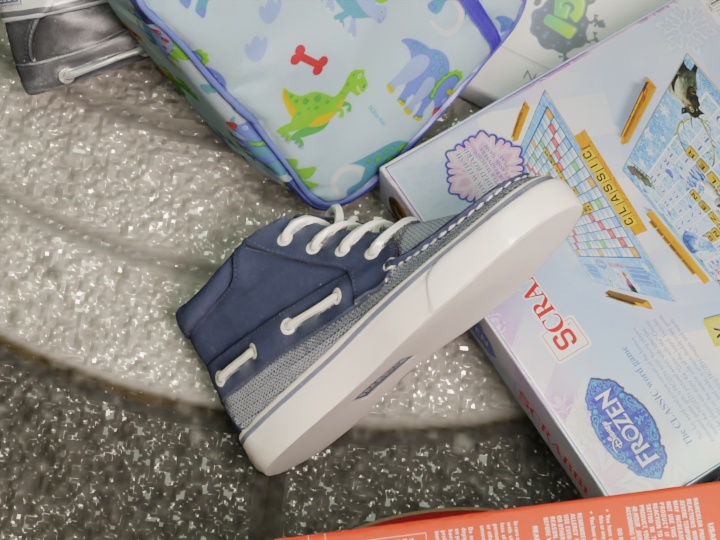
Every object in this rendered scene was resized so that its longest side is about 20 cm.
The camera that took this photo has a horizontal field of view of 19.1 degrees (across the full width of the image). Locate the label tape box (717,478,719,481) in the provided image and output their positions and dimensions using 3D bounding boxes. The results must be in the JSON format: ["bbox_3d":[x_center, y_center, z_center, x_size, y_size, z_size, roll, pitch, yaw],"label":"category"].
[{"bbox_3d":[0.184,0.200,0.884,0.144,0.063,0.200,23,73,3],"label":"label tape box"}]

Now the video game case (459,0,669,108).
[{"bbox_3d":[0.155,-0.140,1.054,0.182,0.024,0.200,27,73,5],"label":"video game case"}]

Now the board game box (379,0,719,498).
[{"bbox_3d":[0.144,-0.011,0.973,0.199,0.041,0.200,-30,71,-10],"label":"board game box"}]

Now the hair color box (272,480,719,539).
[{"bbox_3d":[0.071,0.130,0.821,0.200,0.102,0.061,-7,68,1],"label":"hair color box"}]

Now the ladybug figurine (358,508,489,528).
[{"bbox_3d":[0.029,0.169,0.917,0.200,0.072,0.136,-20,75,-10],"label":"ladybug figurine"}]

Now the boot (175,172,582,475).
[{"bbox_3d":[0.000,0.000,0.931,0.200,0.073,0.090,-41,74,26],"label":"boot"}]

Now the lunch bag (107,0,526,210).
[{"bbox_3d":[-0.023,-0.138,0.946,0.161,0.200,0.082,-46,45,-8],"label":"lunch bag"}]

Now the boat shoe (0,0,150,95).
[{"bbox_3d":[-0.070,-0.127,1.015,0.200,0.072,0.068,-16,103,-21],"label":"boat shoe"}]
